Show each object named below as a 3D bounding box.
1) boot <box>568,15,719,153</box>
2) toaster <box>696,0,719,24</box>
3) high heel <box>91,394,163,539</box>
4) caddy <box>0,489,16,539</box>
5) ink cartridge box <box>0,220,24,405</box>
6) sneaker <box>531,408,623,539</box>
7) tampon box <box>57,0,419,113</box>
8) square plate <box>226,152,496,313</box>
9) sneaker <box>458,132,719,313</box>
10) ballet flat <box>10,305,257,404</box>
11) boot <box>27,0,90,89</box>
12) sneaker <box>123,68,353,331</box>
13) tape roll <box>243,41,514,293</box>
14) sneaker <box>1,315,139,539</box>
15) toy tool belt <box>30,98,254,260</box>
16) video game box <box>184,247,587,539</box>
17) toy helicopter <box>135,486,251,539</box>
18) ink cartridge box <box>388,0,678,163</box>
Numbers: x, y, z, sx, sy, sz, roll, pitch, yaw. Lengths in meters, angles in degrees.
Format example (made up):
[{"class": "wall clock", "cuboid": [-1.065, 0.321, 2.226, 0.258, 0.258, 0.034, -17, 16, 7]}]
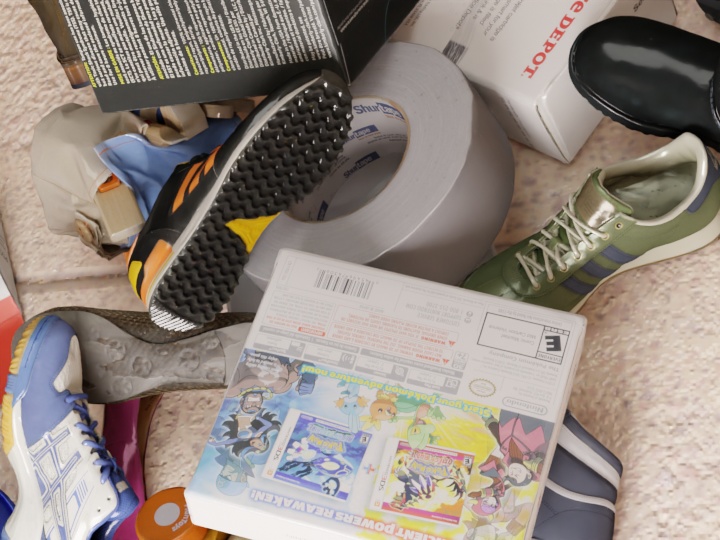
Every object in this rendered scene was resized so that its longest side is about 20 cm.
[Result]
[{"class": "boot", "cuboid": [0.229, -0.123, 1.121, 0.198, 0.162, 0.074, 26, 80, 6]}, {"class": "toaster", "cuboid": [0.322, -0.213, 1.199, 0.200, 0.114, 0.129, 31, 75, 36]}, {"class": "high heel", "cuboid": [-0.142, 0.113, 1.258, 0.096, 0.067, 0.201, 25, 76, 16]}, {"class": "caddy", "cuboid": [-0.314, 0.203, 1.249, 0.199, 0.105, 0.142, 19, 94, 32]}, {"class": "ink cartridge box", "cuboid": [-0.344, 0.034, 1.395, 0.162, 0.057, 0.200, -27, 49, 8]}, {"class": "sneaker", "cuboid": [0.066, 0.126, 1.117, 0.199, 0.070, 0.109, 19, 69, 5]}, {"class": "tampon box", "cuboid": [-0.085, -0.204, 1.238, 0.199, 0.127, 0.150, -3, 32, 27]}, {"class": "square plate", "cuboid": [0.000, 0.000, 1.264, 0.199, 0.028, 0.199, -19, 52, 11]}, {"class": "sneaker", "cuboid": [0.145, -0.027, 1.160, 0.200, 0.090, 0.067, -26, 56, -8]}, {"class": "ballet flat", "cuboid": [-0.139, 0.053, 1.226, 0.199, 0.046, 0.068, -3, 100, 12]}, {"class": "boot", "cuboid": [-0.221, -0.211, 1.406, 0.074, 0.097, 0.200, -26, 20, -4]}, {"class": "sneaker", "cuboid": [-0.090, -0.061, 1.181, 0.200, 0.070, 0.090, -53, 45, 10]}, {"class": "tape roll", "cuboid": [0.002, -0.058, 1.225, 0.200, 0.066, 0.201, -19, 48, 23]}, {"class": "sneaker", "cuboid": [-0.183, 0.130, 1.181, 0.088, 0.075, 0.201, 1, 94, 15]}, {"class": "toy tool belt", "cuboid": [-0.135, -0.087, 1.323, 0.200, 0.125, 0.123, -36, 38, -29]}, {"class": "video game box", "cuboid": [0.019, 0.089, 1.076, 0.199, 0.047, 0.183, 13, 55, 12]}, {"class": "toy helicopter", "cuboid": [-0.039, 0.152, 1.174, 0.132, 0.079, 0.200, 26, 62, 40]}, {"class": "ink cartridge box", "cuboid": [0.103, -0.184, 1.297, 0.200, 0.084, 0.146, 29, 77, 35]}]
